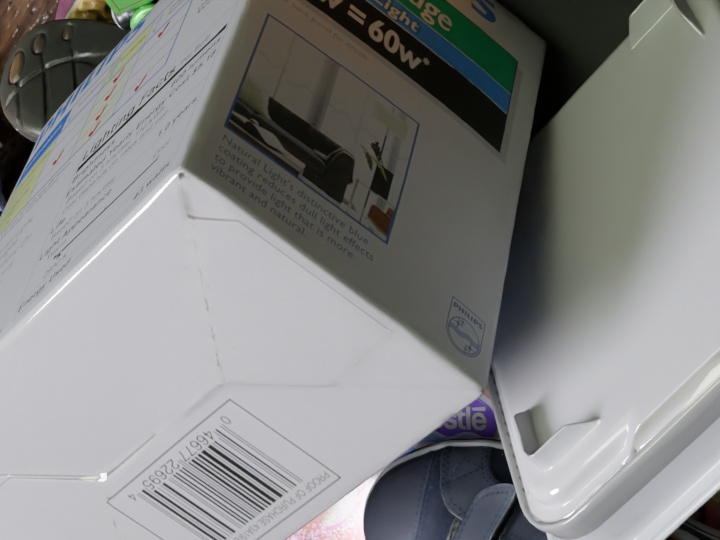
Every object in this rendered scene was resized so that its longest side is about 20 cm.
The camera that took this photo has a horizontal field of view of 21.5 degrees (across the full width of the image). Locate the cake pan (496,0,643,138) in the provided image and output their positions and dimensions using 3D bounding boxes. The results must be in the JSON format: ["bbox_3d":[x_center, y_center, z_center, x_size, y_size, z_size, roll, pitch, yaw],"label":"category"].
[{"bbox_3d":[0.038,-0.138,0.749,0.200,0.037,0.201,4,115,9],"label":"cake pan"}]

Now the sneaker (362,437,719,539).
[{"bbox_3d":[0.073,0.111,0.666,0.200,0.079,0.079,13,104,33],"label":"sneaker"}]

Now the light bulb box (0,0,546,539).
[{"bbox_3d":[-0.049,-0.010,0.692,0.125,0.200,0.198,37,129,-18],"label":"light bulb box"}]

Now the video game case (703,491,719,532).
[{"bbox_3d":[0.184,0.046,0.648,0.143,0.017,0.201,1,91,38],"label":"video game case"}]

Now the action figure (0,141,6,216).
[{"bbox_3d":[-0.243,-0.014,0.978,0.193,0.104,0.201,-30,75,44],"label":"action figure"}]

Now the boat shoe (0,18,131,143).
[{"bbox_3d":[-0.061,-0.068,0.863,0.199,0.074,0.076,13,76,15],"label":"boat shoe"}]

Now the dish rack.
[{"bbox_3d":[0.095,-0.012,0.643,0.172,0.043,0.200,-47,30,23],"label":"dish rack"}]

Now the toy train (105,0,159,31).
[{"bbox_3d":[-0.025,-0.155,0.801,0.200,0.056,0.042,-22,42,16],"label":"toy train"}]

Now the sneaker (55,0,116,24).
[{"bbox_3d":[-0.082,-0.173,0.872,0.200,0.075,0.090,-45,43,38],"label":"sneaker"}]

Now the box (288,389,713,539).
[{"bbox_3d":[0.062,0.080,0.775,0.200,0.103,0.095,0,96,36],"label":"box"}]
